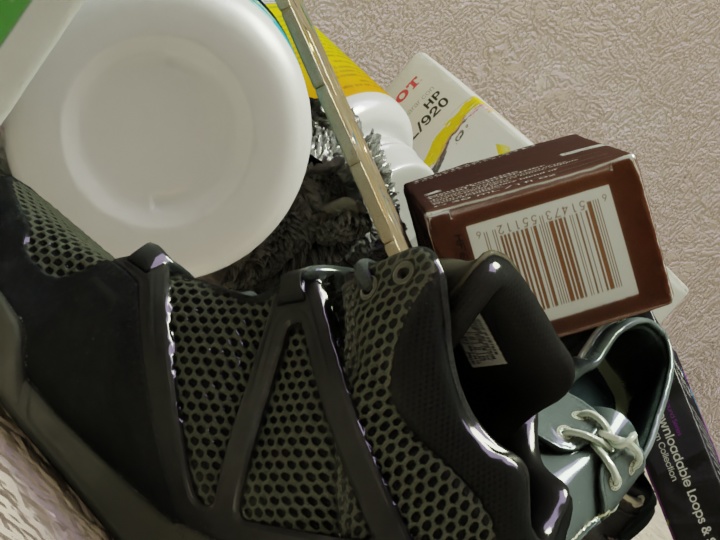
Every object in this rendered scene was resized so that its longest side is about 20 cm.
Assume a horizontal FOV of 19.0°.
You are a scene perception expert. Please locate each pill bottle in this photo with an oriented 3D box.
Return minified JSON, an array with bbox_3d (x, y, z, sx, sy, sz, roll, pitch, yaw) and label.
[{"bbox_3d":[-0.077,-0.065,0.844,0.111,0.111,0.200,41,5,-9],"label":"pill bottle"},{"bbox_3d":[-0.043,-0.091,1.339,0.200,0.109,0.109,45,6,32],"label":"pill bottle"}]

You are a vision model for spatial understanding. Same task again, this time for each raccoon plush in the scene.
[{"bbox_3d":[0.000,0.000,1.045,0.200,0.097,0.134,40,13,-26],"label":"raccoon plush"}]

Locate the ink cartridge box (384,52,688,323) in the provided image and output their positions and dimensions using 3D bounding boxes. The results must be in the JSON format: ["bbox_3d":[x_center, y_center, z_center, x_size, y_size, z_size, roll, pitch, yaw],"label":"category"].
[{"bbox_3d":[0.077,-0.015,1.392,0.144,0.147,0.200,38,6,-38],"label":"ink cartridge box"}]

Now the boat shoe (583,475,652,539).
[{"bbox_3d":[0.060,0.073,1.006,0.200,0.060,0.074,40,7,-26],"label":"boat shoe"}]

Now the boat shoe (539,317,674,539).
[{"bbox_3d":[0.090,0.071,0.926,0.073,0.062,0.200,54,27,-5],"label":"boat shoe"}]

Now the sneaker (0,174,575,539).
[{"bbox_3d":[-0.022,0.021,0.528,0.199,0.114,0.076,43,3,34],"label":"sneaker"}]

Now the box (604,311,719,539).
[{"bbox_3d":[0.170,0.122,1.067,0.143,0.036,0.201,44,27,-71],"label":"box"}]

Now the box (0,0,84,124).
[{"bbox_3d":[-0.162,-0.181,0.716,0.198,0.172,0.200,33,7,-19],"label":"box"}]

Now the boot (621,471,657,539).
[{"bbox_3d":[0.081,0.054,1.176,0.163,0.073,0.199,52,-2,43],"label":"boot"}]

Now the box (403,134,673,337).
[{"bbox_3d":[0.080,-0.016,1.027,0.200,0.099,0.075,-113,-173,-85],"label":"box"}]

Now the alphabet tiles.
[{"bbox_3d":[0.004,-0.038,0.914,0.167,0.008,0.201,29,38,-85],"label":"alphabet tiles"}]
